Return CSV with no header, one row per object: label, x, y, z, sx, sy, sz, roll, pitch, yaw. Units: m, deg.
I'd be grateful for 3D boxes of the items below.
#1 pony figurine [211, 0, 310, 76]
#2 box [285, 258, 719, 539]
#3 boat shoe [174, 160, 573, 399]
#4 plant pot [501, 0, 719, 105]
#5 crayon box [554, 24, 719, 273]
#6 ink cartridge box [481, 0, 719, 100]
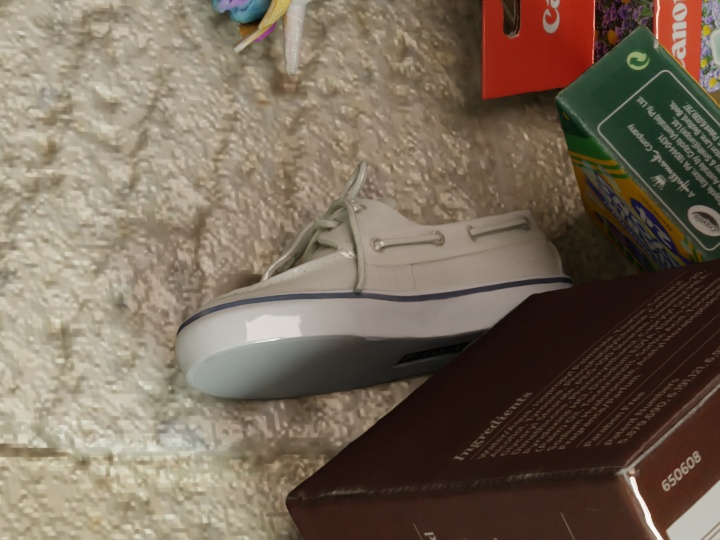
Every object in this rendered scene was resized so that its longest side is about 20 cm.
pony figurine,-0.005,-0.210,1.017,0.200,0.166,0.194,-29,104,-22
box,0.115,0.104,0.844,0.164,0.200,0.166,-38,105,-34
boat shoe,0.003,-0.002,0.951,0.201,0.075,0.086,-8,69,-32
plant pot,0.144,-0.145,1.127,0.199,0.027,0.201,12,59,-21
crayon box,0.151,-0.016,0.981,0.052,0.200,0.126,-40,72,-1
ink cartridge box,0.150,-0.139,1.045,0.199,0.050,0.109,-11,108,-31
